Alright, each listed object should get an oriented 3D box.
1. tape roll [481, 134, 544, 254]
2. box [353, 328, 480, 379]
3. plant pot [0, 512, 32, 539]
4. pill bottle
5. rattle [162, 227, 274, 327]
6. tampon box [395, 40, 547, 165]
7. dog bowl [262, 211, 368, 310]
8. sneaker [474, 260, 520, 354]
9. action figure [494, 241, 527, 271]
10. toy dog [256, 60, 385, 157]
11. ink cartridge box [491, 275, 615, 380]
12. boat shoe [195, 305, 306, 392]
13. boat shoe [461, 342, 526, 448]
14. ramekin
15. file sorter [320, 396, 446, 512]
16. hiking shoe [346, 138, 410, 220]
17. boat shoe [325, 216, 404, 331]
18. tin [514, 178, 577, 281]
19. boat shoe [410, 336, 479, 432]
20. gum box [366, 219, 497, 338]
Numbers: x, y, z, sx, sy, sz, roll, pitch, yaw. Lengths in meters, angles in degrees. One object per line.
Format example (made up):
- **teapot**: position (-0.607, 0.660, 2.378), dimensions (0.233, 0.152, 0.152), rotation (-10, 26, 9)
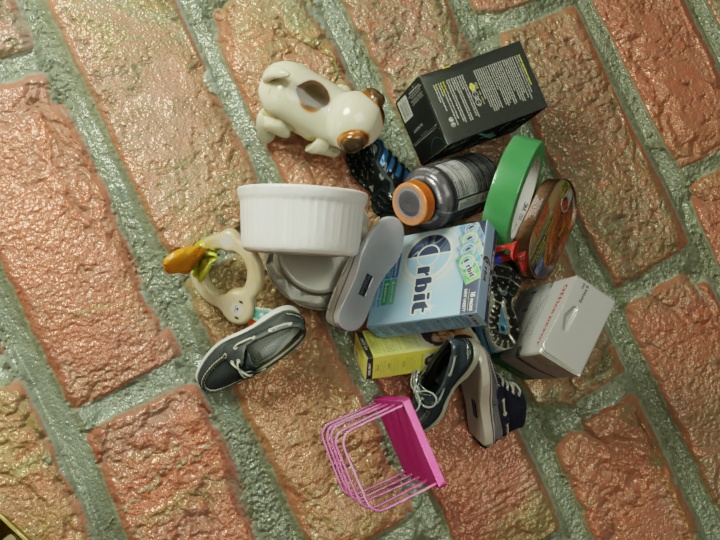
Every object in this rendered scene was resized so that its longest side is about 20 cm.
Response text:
- **tape roll**: position (0.258, -0.127, 1.491), dimensions (0.048, 0.201, 0.201), rotation (20, 76, 17)
- **box**: position (0.094, 0.129, 1.472), dimensions (0.199, 0.075, 0.050), rotation (-8, 125, -15)
- **plant pot**: position (-0.497, 0.466, 1.222), dimensions (0.200, 0.176, 0.200), rotation (44, 74, -4)
- **pill bottle**: position (0.140, -0.130, 1.470), dimensions (0.200, 0.106, 0.107), rotation (-21, 87, -46)
- **rattle**: position (-0.204, 0.042, 1.374), dimensions (0.130, 0.143, 0.201), rotation (-22, 96, 4)
- **tampon box**: position (0.189, -0.287, 1.524), dimensions (0.199, 0.150, 0.127), rotation (-22, 88, -17)
- **dog bowl**: position (-0.070, -0.031, 1.467), dimensions (0.199, 0.059, 0.201), rotation (2, 81, -15)
- **sneaker**: position (0.219, 0.054, 1.517), dimensions (0.078, 0.090, 0.201), rotation (23, 55, -20)
- **action figure**: position (0.170, 0.008, 1.466), dimensions (0.065, 0.199, 0.099), rotation (40, 57, -45)
- **toy dog**: position (-0.055, -0.264, 1.425), dimensions (0.199, 0.194, 0.140), rotation (22, 67, 13)
- **ink cartridge box**: position (0.316, 0.101, 1.471), dimensions (0.084, 0.200, 0.146), rotation (31, 76, -9)
- **boat shoe**: position (-0.173, 0.131, 1.386), dimensions (0.200, 0.060, 0.076), rotation (-40, 123, 4)
- **boat shoe**: position (0.224, 0.195, 1.474), dimensions (0.092, 0.075, 0.201), rotation (-20, 122, -21)
- **ramekin**: position (-0.090, -0.073, 1.341), dimensions (0.199, 0.200, 0.098), rotation (3, 89, -14)
- **file sorter**: position (0.025, 0.285, 1.372), dimensions (0.125, 0.200, 0.140), rotation (-23, 88, -13)
- **hiking shoe**: position (0.039, -0.172, 1.521), dimensions (0.086, 0.074, 0.201), rotation (-17, 82, -43)
- **boat shoe**: position (0.000, 0.000, 1.415), dimensions (0.074, 0.065, 0.201), rotation (38, 75, -32)
- **tin**: position (0.325, -0.074, 1.546), dimensions (0.200, 0.042, 0.112), rotation (-59, 140, -26)
- **boat shoe**: position (0.119, 0.187, 1.428), dimensions (0.062, 0.200, 0.075), rotation (11, 38, -32)
- **gum box**: position (0.115, 0.015, 1.422), dimensions (0.045, 0.199, 0.171), rotation (44, 47, -44)
